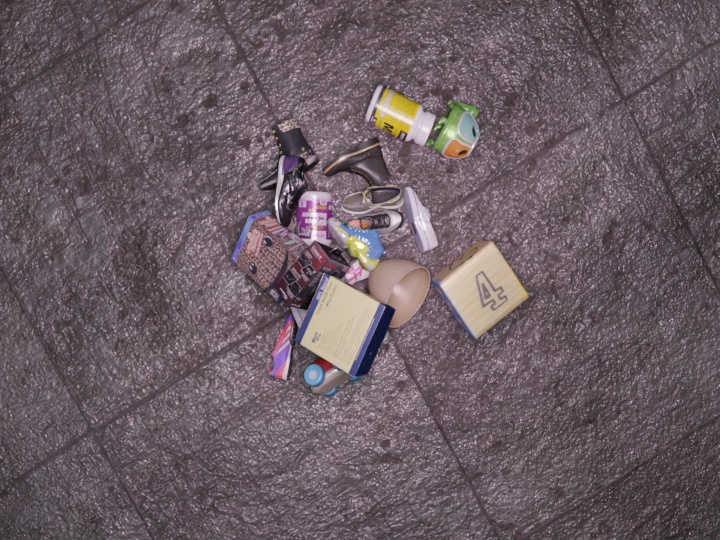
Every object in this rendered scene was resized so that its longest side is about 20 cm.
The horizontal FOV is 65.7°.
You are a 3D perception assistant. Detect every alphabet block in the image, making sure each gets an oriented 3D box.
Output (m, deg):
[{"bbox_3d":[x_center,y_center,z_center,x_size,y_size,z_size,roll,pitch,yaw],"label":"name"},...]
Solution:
[{"bbox_3d":[0.347,0.052,1.659,0.198,0.195,0.199,-37,94,1],"label":"alphabet block"}]

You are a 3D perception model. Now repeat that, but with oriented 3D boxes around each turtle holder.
[{"bbox_3d":[0.288,-0.417,1.674,0.129,0.187,0.143,29,124,-1],"label":"turtle holder"}]

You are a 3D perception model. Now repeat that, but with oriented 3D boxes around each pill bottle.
[{"bbox_3d":[0.120,-0.460,1.670,0.194,0.114,0.118,25,92,-1],"label":"pill bottle"},{"bbox_3d":[-0.141,-0.130,1.685,0.108,0.112,0.209,1,93,0],"label":"pill bottle"}]

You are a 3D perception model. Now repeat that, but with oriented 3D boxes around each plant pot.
[{"bbox_3d":[0.097,0.046,1.673,0.133,0.199,0.204,35,92,33],"label":"plant pot"}]

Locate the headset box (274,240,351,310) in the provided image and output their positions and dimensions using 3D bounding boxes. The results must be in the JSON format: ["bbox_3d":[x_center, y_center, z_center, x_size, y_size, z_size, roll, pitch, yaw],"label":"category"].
[{"bbox_3d":[-0.127,0.012,1.588,0.200,0.148,0.078,-47,66,10],"label":"headset box"}]

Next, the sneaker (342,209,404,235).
[{"bbox_3d":[0.040,-0.141,1.703,0.192,0.079,0.077,-9,91,-1],"label":"sneaker"}]

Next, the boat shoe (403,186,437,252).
[{"bbox_3d":[0.184,-0.161,1.714,0.063,0.073,0.207,-19,96,-15],"label":"boat shoe"}]

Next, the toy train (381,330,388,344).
[{"bbox_3d":[0.022,0.184,1.665,0.084,0.201,0.115,36,104,-15],"label":"toy train"}]

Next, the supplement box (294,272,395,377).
[{"bbox_3d":[-0.039,0.148,1.521,0.195,0.134,0.206,26,91,18],"label":"supplement box"}]

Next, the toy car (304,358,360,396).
[{"bbox_3d":[-0.106,0.250,1.700,0.173,0.185,0.204,-29,64,2],"label":"toy car"}]

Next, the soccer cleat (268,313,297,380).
[{"bbox_3d":[-0.239,0.234,1.727,0.070,0.068,0.208,9,95,3],"label":"soccer cleat"}]

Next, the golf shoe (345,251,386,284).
[{"bbox_3d":[0.000,0.000,1.712,0.091,0.073,0.202,37,92,-2],"label":"golf shoe"}]

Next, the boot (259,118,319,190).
[{"bbox_3d":[-0.241,-0.350,1.698,0.199,0.073,0.158,-27,88,1],"label":"boot"}]

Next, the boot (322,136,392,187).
[{"bbox_3d":[-0.007,-0.297,1.700,0.195,0.078,0.142,-27,97,2],"label":"boot"}]

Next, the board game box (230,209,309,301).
[{"bbox_3d":[-0.260,-0.046,1.645,0.198,0.096,0.162,38,119,13],"label":"board game box"}]

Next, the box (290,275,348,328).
[{"bbox_3d":[-0.121,0.082,1.679,0.197,0.041,0.159,-35,67,19],"label":"box"}]

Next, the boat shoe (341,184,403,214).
[{"bbox_3d":[0.035,-0.221,1.696,0.193,0.061,0.075,-6,68,2],"label":"boat shoe"}]

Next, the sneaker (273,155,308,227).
[{"bbox_3d":[-0.196,-0.229,1.614,0.084,0.075,0.209,4,93,17],"label":"sneaker"}]

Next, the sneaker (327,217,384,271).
[{"bbox_3d":[-0.007,-0.099,1.655,0.105,0.076,0.201,-44,96,-16],"label":"sneaker"}]
